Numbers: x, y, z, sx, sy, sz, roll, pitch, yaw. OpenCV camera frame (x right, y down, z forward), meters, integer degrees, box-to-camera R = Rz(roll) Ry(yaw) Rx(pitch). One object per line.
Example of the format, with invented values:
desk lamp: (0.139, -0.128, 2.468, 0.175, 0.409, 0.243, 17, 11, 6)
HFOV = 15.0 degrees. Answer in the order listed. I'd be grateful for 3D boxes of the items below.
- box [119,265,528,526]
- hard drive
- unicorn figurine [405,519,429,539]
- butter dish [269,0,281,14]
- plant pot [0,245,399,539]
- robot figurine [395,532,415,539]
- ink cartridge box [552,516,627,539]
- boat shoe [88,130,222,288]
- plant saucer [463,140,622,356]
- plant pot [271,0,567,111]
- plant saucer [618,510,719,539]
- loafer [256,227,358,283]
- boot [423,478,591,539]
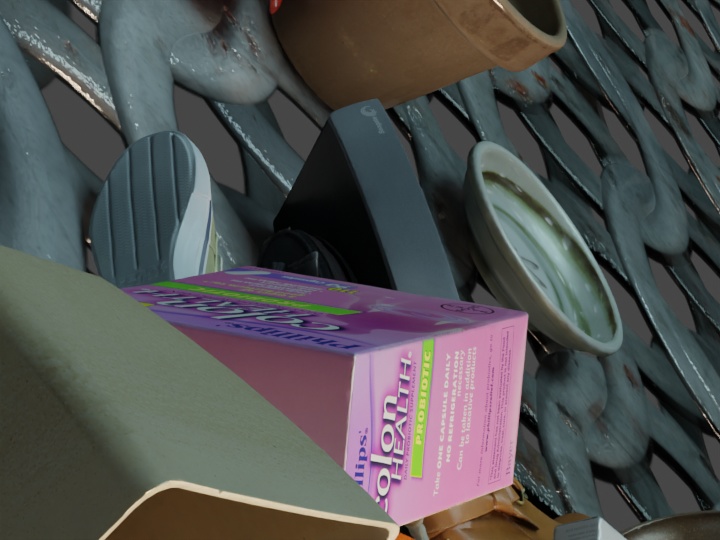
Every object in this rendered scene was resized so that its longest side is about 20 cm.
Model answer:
box: (-0.037, 0.064, 1.394, 0.200, 0.175, 0.097, -12, 108, -61)
hard drive: (0.000, 0.000, 1.738, 0.042, 0.135, 0.200, 6, 44, -28)
unicorn figurine: (0.058, 0.220, 1.581, 0.138, 0.074, 0.200, 62, 11, -17)
butter dish: (-0.108, -0.311, 1.977, 0.200, 0.147, 0.201, -88, -178, -60)
plant pot: (-0.143, 0.099, 1.144, 0.177, 0.200, 0.200, 52, 15, 25)
robot figurine: (-0.019, 0.184, 1.393, 0.200, 0.116, 0.144, 21, 70, -59)
ink cartridge box: (0.182, 0.287, 1.729, 0.200, 0.040, 0.201, 40, 45, -40)
boat shoe: (-0.112, 0.007, 1.558, 0.062, 0.072, 0.200, 56, 24, -43)
plant saucer: (0.134, -0.008, 2.189, 0.200, 0.050, 0.200, 47, 20, -23)
plant pot: (0.033, -0.205, 2.074, 0.200, 0.174, 0.200, 47, 20, -23)
plant saucer: (0.262, 0.232, 1.955, 0.201, 0.200, 0.037, -76, 165, -66)
loafer: (-0.038, 0.043, 1.660, 0.063, 0.072, 0.200, 34, 31, -38)
boot: (0.094, 0.156, 1.778, 0.155, 0.074, 0.200, 56, 20, -5)
